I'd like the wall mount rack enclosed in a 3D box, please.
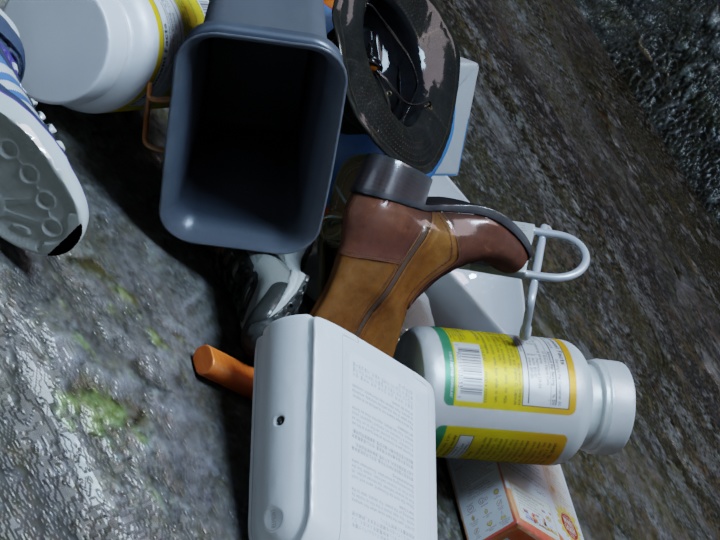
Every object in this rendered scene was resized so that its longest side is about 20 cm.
[{"bbox_3d":[0.101,-0.019,1.542,0.174,0.200,0.075,-72,170,-49],"label":"wall mount rack"}]

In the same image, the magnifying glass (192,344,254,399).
[{"bbox_3d":[-0.060,0.102,1.372,0.200,0.022,0.080,34,29,-49],"label":"magnifying glass"}]

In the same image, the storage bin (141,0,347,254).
[{"bbox_3d":[-0.090,-0.134,1.345,0.145,0.200,0.134,7,41,-5],"label":"storage bin"}]

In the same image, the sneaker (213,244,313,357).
[{"bbox_3d":[-0.084,0.007,1.397,0.079,0.074,0.200,19,26,-9],"label":"sneaker"}]

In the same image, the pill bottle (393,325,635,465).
[{"bbox_3d":[0.132,0.111,1.525,0.200,0.113,0.113,6,42,-17],"label":"pill bottle"}]

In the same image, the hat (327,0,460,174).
[{"bbox_3d":[0.005,-0.167,1.444,0.201,0.081,0.201,29,54,-50],"label":"hat"}]

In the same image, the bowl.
[{"bbox_3d":[0.083,-0.008,1.777,0.200,0.075,0.200,47,22,-20],"label":"bowl"}]

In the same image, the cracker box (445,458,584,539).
[{"bbox_3d":[0.136,0.190,1.620,0.134,0.058,0.200,38,28,-40],"label":"cracker box"}]

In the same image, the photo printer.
[{"bbox_3d":[-0.010,0.152,1.280,0.166,0.069,0.200,32,47,-44],"label":"photo printer"}]

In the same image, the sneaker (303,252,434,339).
[{"bbox_3d":[0.018,0.040,1.562,0.200,0.075,0.089,31,33,-52],"label":"sneaker"}]

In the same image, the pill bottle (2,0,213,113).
[{"bbox_3d":[-0.191,-0.180,1.369,0.114,0.114,0.200,58,20,5],"label":"pill bottle"}]

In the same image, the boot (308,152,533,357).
[{"bbox_3d":[0.040,0.031,1.403,0.068,0.200,0.188,14,-9,46],"label":"boot"}]

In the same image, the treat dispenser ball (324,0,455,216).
[{"bbox_3d":[-0.014,-0.146,1.588,0.201,0.201,0.201,46,23,-25],"label":"treat dispenser ball"}]

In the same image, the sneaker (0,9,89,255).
[{"bbox_3d":[-0.243,-0.115,1.200,0.200,0.081,0.146,46,26,-11],"label":"sneaker"}]

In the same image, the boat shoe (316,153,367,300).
[{"bbox_3d":[0.000,0.000,1.446,0.063,0.073,0.200,23,68,-74],"label":"boat shoe"}]

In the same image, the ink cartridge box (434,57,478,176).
[{"bbox_3d":[0.018,-0.176,1.750,0.068,0.115,0.200,-4,21,-41],"label":"ink cartridge box"}]
